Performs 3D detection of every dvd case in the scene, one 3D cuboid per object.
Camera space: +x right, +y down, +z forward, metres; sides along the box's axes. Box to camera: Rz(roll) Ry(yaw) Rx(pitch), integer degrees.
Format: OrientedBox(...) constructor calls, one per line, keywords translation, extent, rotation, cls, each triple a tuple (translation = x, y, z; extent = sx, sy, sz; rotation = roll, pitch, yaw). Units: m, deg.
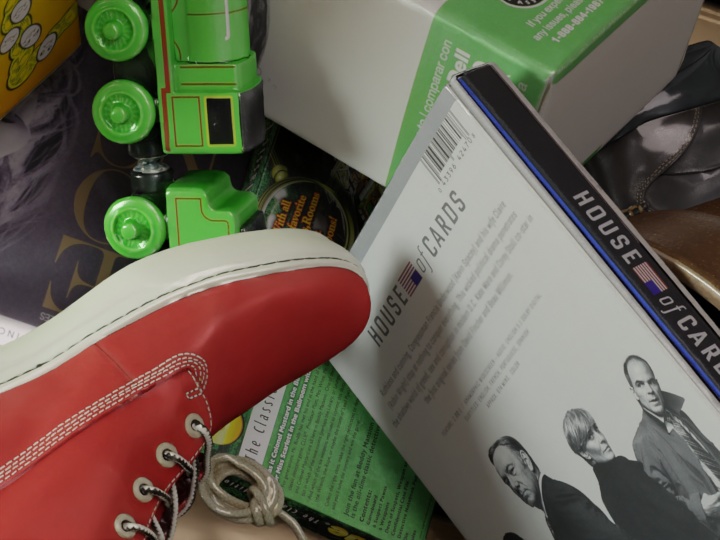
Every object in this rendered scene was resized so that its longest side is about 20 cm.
OrientedBox(translation=(-0.113, -0.053, 0.935), extent=(0.149, 0.016, 0.200), rotation=(20, 65, -11), cls="dvd case")
OrientedBox(translation=(0.069, 0.051, 0.830), extent=(0.025, 0.150, 0.200), rotation=(-25, 69, -35), cls="dvd case")

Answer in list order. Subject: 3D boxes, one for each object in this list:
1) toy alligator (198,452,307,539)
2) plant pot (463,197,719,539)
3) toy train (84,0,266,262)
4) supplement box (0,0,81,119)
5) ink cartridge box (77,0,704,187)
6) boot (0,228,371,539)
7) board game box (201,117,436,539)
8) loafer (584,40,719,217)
OrientedBox(translation=(0.019, 0.138, 0.885), extent=(0.200, 0.054, 0.059), rotation=(39, 60, 5), cls="toy alligator")
OrientedBox(translation=(0.166, 0.049, 0.897), extent=(0.198, 0.200, 0.200), rotation=(-23, 78, -35), cls="plant pot")
OrientedBox(translation=(-0.061, -0.066, 0.858), extent=(0.056, 0.042, 0.200), rotation=(1, 107, 14), cls="toy train")
OrientedBox(translation=(-0.169, -0.123, 0.825), extent=(0.109, 0.200, 0.110), rotation=(39, 67, 15), cls="supplement box")
OrientedBox(translation=(0.010, -0.117, 0.914), extent=(0.200, 0.084, 0.146), rotation=(31, 44, 16), cls="ink cartridge box")
OrientedBox(translation=(-0.061, 0.075, 0.785), extent=(0.200, 0.072, 0.144), rotation=(-26, 53, -18), cls="boot")
OrientedBox(translation=(0.000, 0.000, 0.942), extent=(0.105, 0.023, 0.200), rotation=(27, 62, -18), cls="board game box")
OrientedBox(translation=(0.175, -0.063, 1.012), extent=(0.200, 0.073, 0.072), rotation=(-19, 85, -14), cls="loafer")
